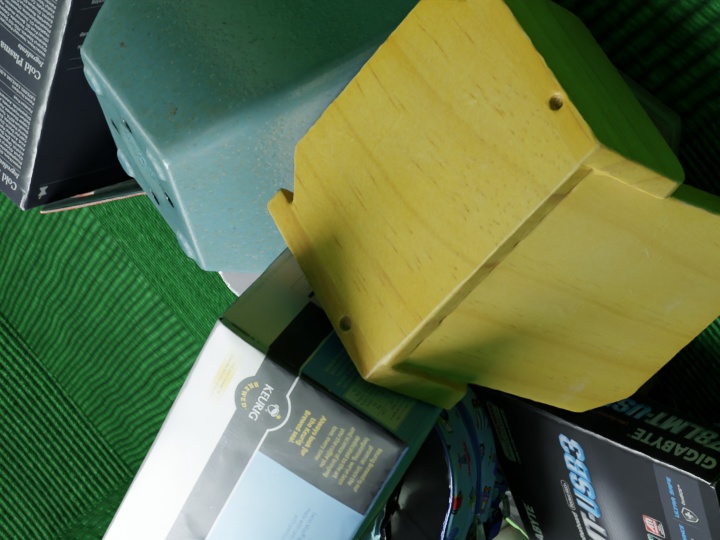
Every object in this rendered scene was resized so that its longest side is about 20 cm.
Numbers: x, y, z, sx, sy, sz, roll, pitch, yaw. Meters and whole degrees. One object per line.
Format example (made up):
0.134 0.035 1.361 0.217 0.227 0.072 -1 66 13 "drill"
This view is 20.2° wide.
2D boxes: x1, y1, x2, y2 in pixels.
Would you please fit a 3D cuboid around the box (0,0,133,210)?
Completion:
-0.166 -0.161 1.367 0.104 0.200 0.182 39 128 28 "box"

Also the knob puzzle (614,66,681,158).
0.115 -0.077 1.232 0.220 0.030 0.220 44 161 19 "knob puzzle"

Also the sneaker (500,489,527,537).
0.158 0.188 1.594 0.200 0.077 0.084 31 158 44 "sneaker"

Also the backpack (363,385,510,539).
0.012 0.131 1.355 0.182 0.134 0.200 31 126 28 "backpack"

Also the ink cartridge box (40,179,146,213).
-0.130 -0.050 1.418 0.200 0.176 0.045 -139 34 -81 "ink cartridge box"

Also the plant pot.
-0.051 -0.112 1.238 0.196 0.200 0.196 51 166 33 "plant pot"

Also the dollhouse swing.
0.097 -0.036 1.137 0.200 0.176 0.182 -48 59 31 "dollhouse swing"

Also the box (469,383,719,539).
0.180 0.156 1.329 0.198 0.050 0.200 21 145 39 "box"

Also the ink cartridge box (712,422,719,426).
0.264 0.178 1.355 0.160 0.047 0.200 52 160 -5 "ink cartridge box"

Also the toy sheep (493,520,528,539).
0.095 0.220 1.724 0.200 0.138 0.138 55 163 7 "toy sheep"

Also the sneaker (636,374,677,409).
0.174 0.111 1.401 0.085 0.073 0.200 31 162 21 "sneaker"

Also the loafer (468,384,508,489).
0.089 0.079 1.417 0.073 0.072 0.200 -120 34 -48 "loafer"

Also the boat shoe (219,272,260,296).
-0.111 -0.073 1.581 0.200 0.071 0.070 61 -172 -8 "boat shoe"

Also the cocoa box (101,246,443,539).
-0.044 0.109 1.204 0.131 0.133 0.200 33 121 5 "cocoa box"
